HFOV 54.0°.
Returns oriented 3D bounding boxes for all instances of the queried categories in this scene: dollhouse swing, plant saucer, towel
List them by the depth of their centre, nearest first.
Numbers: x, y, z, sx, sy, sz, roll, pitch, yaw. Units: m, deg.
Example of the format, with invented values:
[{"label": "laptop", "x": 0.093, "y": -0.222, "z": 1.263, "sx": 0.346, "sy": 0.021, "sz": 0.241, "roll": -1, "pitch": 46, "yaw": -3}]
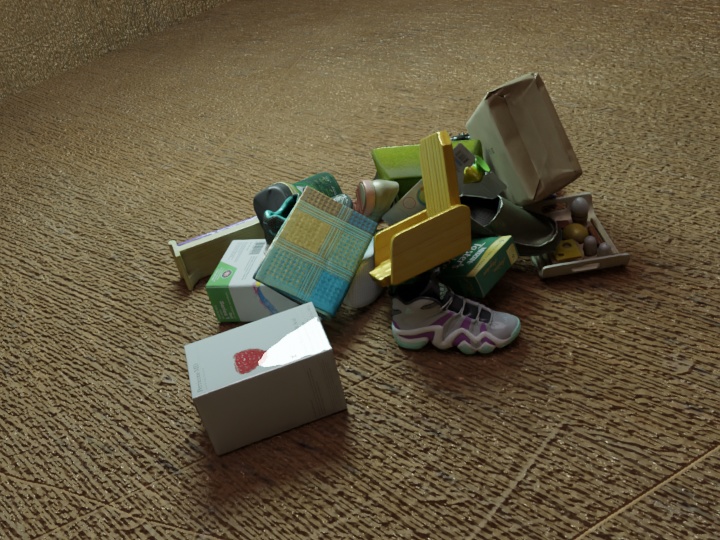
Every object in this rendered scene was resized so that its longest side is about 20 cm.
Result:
[{"label": "dollhouse swing", "x": 0.072, "y": -0.096, "z": 1.101, "sx": 0.180, "sy": 0.177, "sz": 0.200, "roll": -25, "pitch": 8, "yaw": -4}, {"label": "towel", "x": -0.070, "y": -0.031, "z": 1.157, "sx": 0.146, "sy": 0.022, "sz": 0.201, "roll": 28, "pitch": 61, "yaw": -4}, {"label": "plant saucer", "x": 0.132, "y": -0.149, "z": 1.308, "sx": 0.198, "sy": 0.200, "sz": 0.048, "roll": -2, "pitch": 57, "yaw": 14}]

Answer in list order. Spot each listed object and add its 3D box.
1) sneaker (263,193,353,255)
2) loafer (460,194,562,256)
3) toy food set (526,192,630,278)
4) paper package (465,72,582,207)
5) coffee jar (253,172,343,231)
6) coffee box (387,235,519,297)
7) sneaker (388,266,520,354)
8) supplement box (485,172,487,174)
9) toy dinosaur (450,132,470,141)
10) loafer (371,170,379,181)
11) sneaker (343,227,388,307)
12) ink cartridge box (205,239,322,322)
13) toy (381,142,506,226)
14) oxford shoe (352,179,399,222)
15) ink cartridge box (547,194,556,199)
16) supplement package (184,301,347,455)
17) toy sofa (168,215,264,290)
[{"label": "sneaker", "x": -0.090, "y": -0.098, "z": 1.234, "sx": 0.077, "sy": 0.092, "sz": 0.199, "roll": 21, "pitch": 43, "yaw": 40}, {"label": "loafer", "x": 0.234, "y": -0.078, "z": 1.163, "sx": 0.198, "sy": 0.070, "sz": 0.076, "roll": 12, "pitch": 67, "yaw": 9}, {"label": "toy food set", "x": 0.359, "y": -0.066, "z": 1.218, "sx": 0.142, "sy": 0.061, "sz": 0.201, "roll": -10, "pitch": 35, "yaw": 4}, {"label": "paper package", "x": 0.272, "y": -0.208, "z": 1.199, "sx": 0.103, "sy": 0.192, "sz": 0.200, "roll": -24, "pitch": 0, "yaw": -1}, {"label": "coffee jar", "x": -0.116, "y": -0.124, "z": 1.356, "sx": 0.085, "sy": 0.105, "sz": 0.199, "roll": -25, "pitch": 0, "yaw": 33}, {"label": "coffee box", "x": 0.149, "y": -0.006, "z": 1.166, "sx": 0.199, "sy": 0.044, "sz": 0.123, "roll": -1, "pitch": 32, "yaw": 48}, {"label": "sneaker", "x": 0.136, "y": 0.051, "z": 1.054, "sx": 0.198, "sy": 0.141, "sz": 0.078, "roll": -4, "pitch": 35, "yaw": 13}, {"label": "supplement box", "x": 0.168, "y": -0.180, "z": 1.388, "sx": 0.198, "sy": 0.109, "sz": 0.062, "roll": 1, "pitch": 73, "yaw": 19}, {"label": "toy dinosaur", "x": 0.181, "y": -0.229, "z": 1.454, "sx": 0.134, "sy": 0.103, "sz": 0.200, "roll": -7, "pitch": 24, "yaw": 4}, {"label": "loafer", "x": 0.047, "y": -0.182, "z": 1.469, "sx": 0.072, "sy": 0.072, "sz": 0.200, "roll": 7, "pitch": 39, "yaw": 26}, {"label": "sneaker", "x": 0.000, "y": 0.000, "z": 1.245, "sx": 0.081, "sy": 0.074, "sz": 0.200, "roll": -11, "pitch": 28, "yaw": 33}, {"label": "ink cartridge box", "x": -0.149, "y": 0.015, "z": 1.244, "sx": 0.198, "sy": 0.085, "sz": 0.145, "roll": -2, "pitch": 36, "yaw": 15}, {"label": "toy", "x": 0.145, "y": -0.128, "z": 1.238, "sx": 0.200, "sy": 0.115, "sz": 0.047, "roll": -41, "pitch": 19, "yaw": 33}, {"label": "oxford shoe", "x": 0.025, "y": -0.107, "z": 1.301, "sx": 0.073, "sy": 0.200, "sz": 0.072, "roll": -9, "pitch": 76, "yaw": -12}, {"label": "ink cartridge box", "x": 0.328, "y": -0.171, "z": 1.385, "sx": 0.098, "sy": 0.040, "sz": 0.201, "roll": -9, "pitch": 32, "yaw": 15}, {"label": "supplement package", "x": -0.136, "y": 0.153, "z": 1.017, "sx": 0.198, "sy": 0.121, "sz": 0.122, "roll": -19, "pitch": 36, "yaw": -9}, {"label": "toy sofa", "x": -0.266, "y": -0.050, "z": 1.375, "sx": 0.198, "sy": 0.083, "sz": 0.098, "roll": -22, "pitch": 37, "yaw": -12}]
